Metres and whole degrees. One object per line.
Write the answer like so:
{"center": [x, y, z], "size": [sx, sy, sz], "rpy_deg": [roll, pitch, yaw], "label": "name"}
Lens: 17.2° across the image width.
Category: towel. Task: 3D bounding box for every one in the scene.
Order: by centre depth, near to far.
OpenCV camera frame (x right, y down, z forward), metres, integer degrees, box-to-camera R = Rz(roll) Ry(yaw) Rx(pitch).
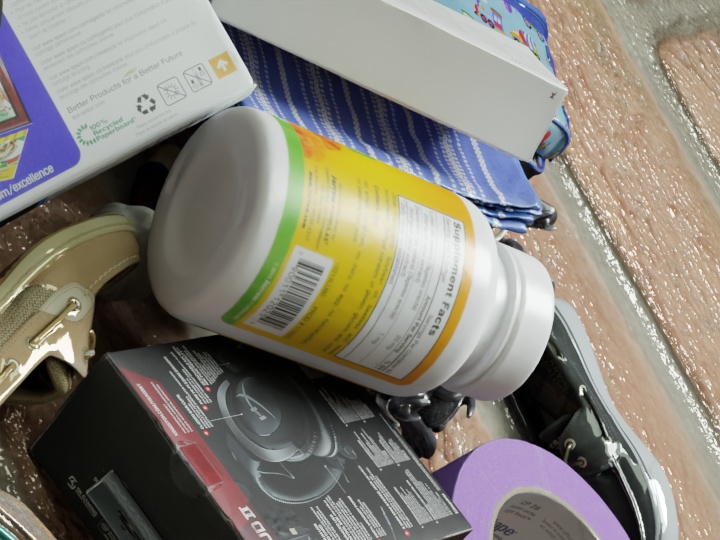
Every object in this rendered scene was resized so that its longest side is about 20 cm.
{"center": [0.005, -0.098, 1.317], "size": [0.199, 0.024, 0.145], "rpy_deg": [18, 36, -30], "label": "towel"}

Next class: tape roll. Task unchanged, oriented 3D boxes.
{"center": [0.096, 0.201, 1.369], "size": [0.200, 0.065, 0.201], "rpy_deg": [36, 37, -33], "label": "tape roll"}

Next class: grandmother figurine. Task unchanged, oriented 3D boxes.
{"center": [-0.084, -0.018, 1.320], "size": [0.121, 0.061, 0.199], "rpy_deg": [39, 27, 23], "label": "grandmother figurine"}

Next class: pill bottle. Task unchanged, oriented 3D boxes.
{"center": [0.000, 0.000, 1.225], "size": [0.199, 0.111, 0.112], "rpy_deg": [21, 46, -32], "label": "pill bottle"}

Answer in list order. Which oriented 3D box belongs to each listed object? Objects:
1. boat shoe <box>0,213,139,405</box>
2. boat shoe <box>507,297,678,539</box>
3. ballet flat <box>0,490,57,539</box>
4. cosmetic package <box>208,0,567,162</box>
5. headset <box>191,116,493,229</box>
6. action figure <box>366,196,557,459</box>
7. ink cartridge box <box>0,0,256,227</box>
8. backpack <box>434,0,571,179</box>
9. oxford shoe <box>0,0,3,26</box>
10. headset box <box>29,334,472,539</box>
{"center": [-0.163, 0.037, 1.140], "size": [0.065, 0.071, 0.200], "rpy_deg": [49, 41, 2], "label": "boat shoe"}
{"center": [0.134, 0.106, 1.514], "size": [0.056, 0.069, 0.201], "rpy_deg": [0, 57, -46], "label": "boat shoe"}
{"center": [-0.150, 0.150, 1.081], "size": [0.200, 0.068, 0.067], "rpy_deg": [50, 12, -23], "label": "ballet flat"}
{"center": [0.008, -0.128, 1.280], "size": [0.199, 0.051, 0.083], "rpy_deg": [24, 13, -20], "label": "cosmetic package"}
{"center": [-0.001, -0.082, 1.357], "size": [0.198, 0.095, 0.124], "rpy_deg": [9, 34, -17], "label": "headset"}
{"center": [0.038, 0.030, 1.388], "size": [0.200, 0.101, 0.120], "rpy_deg": [-49, 146, -41], "label": "action figure"}
{"center": [-0.183, -0.132, 1.180], "size": [0.197, 0.043, 0.201], "rpy_deg": [-29, 89, -18], "label": "ink cartridge box"}
{"center": [0.035, -0.149, 1.526], "size": [0.182, 0.134, 0.201], "rpy_deg": [36, 33, -35], "label": "backpack"}
{"center": [-0.224, -0.054, 1.110], "size": [0.071, 0.071, 0.202], "rpy_deg": [42, 58, -69], "label": "oxford shoe"}
{"center": [-0.057, 0.111, 1.190], "size": [0.149, 0.077, 0.199], "rpy_deg": [51, 29, 18], "label": "headset box"}
